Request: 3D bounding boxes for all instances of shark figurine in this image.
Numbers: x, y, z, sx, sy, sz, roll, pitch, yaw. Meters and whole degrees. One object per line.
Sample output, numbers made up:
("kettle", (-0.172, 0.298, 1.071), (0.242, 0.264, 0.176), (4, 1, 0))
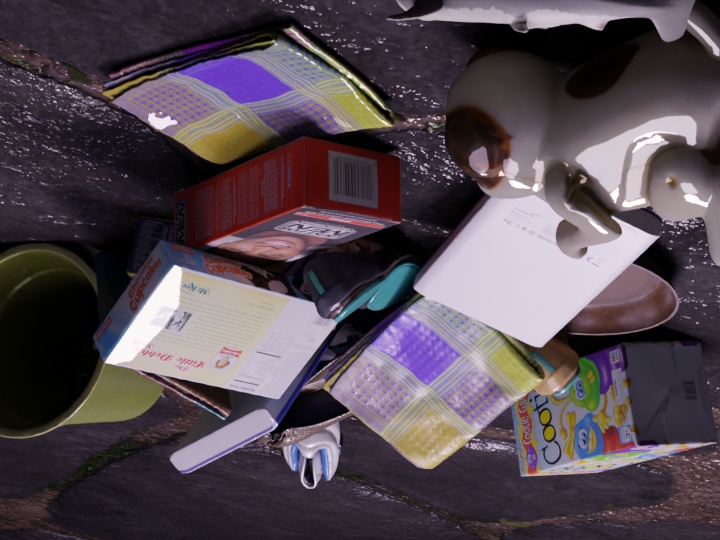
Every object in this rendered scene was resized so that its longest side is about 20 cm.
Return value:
("shark figurine", (0.100, -0.185, 0.929), (0.214, 0.090, 0.128), (8, -167, 26))

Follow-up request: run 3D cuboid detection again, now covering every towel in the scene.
("towel", (-0.195, 0.060, 1.510), (0.147, 0.200, 0.022), (31, 108, -24))
("towel", (0.067, 0.103, 1.465), (0.144, 0.023, 0.200), (43, 131, -5))
("towel", (-0.088, -0.131, 1.203), (0.200, 0.023, 0.144), (-8, 151, 38))

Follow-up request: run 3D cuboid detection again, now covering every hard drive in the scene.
("hard drive", (-0.100, 0.116, 1.556), (0.132, 0.200, 0.025), (-29, 105, 32))
("hard drive", (0.145, -0.013, 1.309), (0.132, 0.025, 0.200), (25, 143, -10))

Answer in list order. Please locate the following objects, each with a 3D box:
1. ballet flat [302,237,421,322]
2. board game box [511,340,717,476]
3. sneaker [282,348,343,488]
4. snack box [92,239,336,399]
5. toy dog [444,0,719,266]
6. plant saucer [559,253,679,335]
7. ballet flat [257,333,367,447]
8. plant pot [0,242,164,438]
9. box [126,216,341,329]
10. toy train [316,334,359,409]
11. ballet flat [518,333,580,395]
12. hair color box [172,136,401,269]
("ballet flat", (0.000, 0.000, 1.399), (0.073, 0.073, 0.200), (1, -174, 21))
("board game box", (0.253, 0.144, 1.582), (0.103, 0.105, 0.200), (1, 164, -28))
("sneaker", (-0.057, 0.185, 1.788), (0.080, 0.147, 0.200), (10, 158, 1))
("snack box", (-0.121, 0.047, 1.366), (0.200, 0.037, 0.116), (17, 120, -42))
("toy dog", (0.154, -0.093, 1.046), (0.200, 0.140, 0.194), (2, 143, 19))
("plant saucer", (0.190, 0.009, 1.411), (0.200, 0.032, 0.200), (9, 158, 4))
("ballet flat", (-0.031, 0.124, 1.561), (0.200, 0.067, 0.046), (-31, 172, 26))
("plant pot", (-0.299, 0.088, 1.645), (0.200, 0.200, 0.190), (-1, 168, 25))
("box", (-0.116, 0.002, 1.482), (0.200, 0.064, 0.070), (9, 158, 4))
("toy train", (0.057, 0.097, 1.605), (0.200, 0.085, 0.114), (-7, -178, 27))
("ballet flat", (0.171, 0.079, 1.522), (0.063, 0.069, 0.200), (40, 177, -3))
("hair color box", (-0.065, -0.052, 1.302), (0.101, 0.061, 0.200), (9, 165, -35))
